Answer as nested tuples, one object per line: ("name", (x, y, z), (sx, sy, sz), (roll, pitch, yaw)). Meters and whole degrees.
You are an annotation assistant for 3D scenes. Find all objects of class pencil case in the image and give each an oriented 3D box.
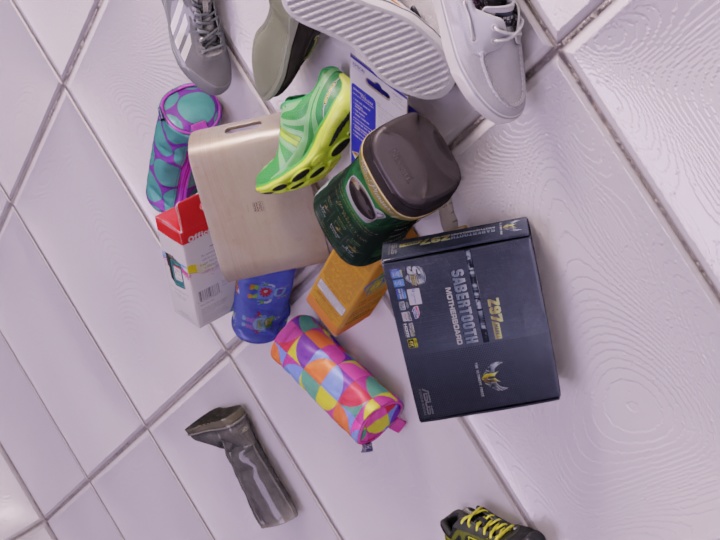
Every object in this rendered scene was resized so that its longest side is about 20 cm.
("pencil case", (-0.243, -0.159, 1.831), (0.200, 0.084, 0.093), (112, 149, -54))
("pencil case", (-0.126, 0.014, 1.810), (0.201, 0.086, 0.078), (104, 164, -49))
("pencil case", (-0.031, 0.146, 1.776), (0.200, 0.088, 0.089), (43, 146, 27))

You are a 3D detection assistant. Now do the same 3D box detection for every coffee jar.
("coffee jar", (0.027, -0.084, 1.414), (0.105, 0.085, 0.200), (59, 153, 5))

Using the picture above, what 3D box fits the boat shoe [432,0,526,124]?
("boat shoe", (0.119, -0.237, 1.256), (0.068, 0.072, 0.201), (-7, 100, 57))

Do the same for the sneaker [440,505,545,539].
("sneaker", (0.154, 0.333, 1.661), (0.085, 0.074, 0.200), (61, 150, 0))

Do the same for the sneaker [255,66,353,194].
("sneaker", (-0.061, -0.160, 1.566), (0.200, 0.074, 0.084), (-45, 65, 39))

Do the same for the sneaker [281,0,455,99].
("sneaker", (0.019, -0.255, 1.381), (0.199, 0.080, 0.079), (34, 122, -2))

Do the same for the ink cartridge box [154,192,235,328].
("ink cartridge box", (-0.210, -0.037, 1.853), (0.067, 0.116, 0.201), (29, 137, 42))

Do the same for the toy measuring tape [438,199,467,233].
("toy measuring tape", (0.086, -0.032, 1.474), (0.073, 0.073, 0.201), (-10, 98, 58))

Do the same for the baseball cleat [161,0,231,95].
("baseball cleat", (-0.201, -0.315, 1.654), (0.106, 0.070, 0.201), (-7, 110, 58))

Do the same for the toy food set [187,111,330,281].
("toy food set", (-0.120, -0.089, 1.676), (0.142, 0.060, 0.201), (-10, 110, 12))

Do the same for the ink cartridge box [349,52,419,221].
("ink cartridge box", (0.028, -0.143, 1.476), (0.095, 0.037, 0.201), (41, 151, 30))

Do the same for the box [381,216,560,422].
("box", (0.118, 0.054, 1.416), (0.051, 0.157, 0.201), (-85, -16, -64))

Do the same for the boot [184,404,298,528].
("boot", (-0.192, 0.321, 2.187), (0.201, 0.072, 0.182), (59, 152, -10))

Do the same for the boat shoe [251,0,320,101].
("boat shoe", (-0.076, -0.266, 1.516), (0.072, 0.060, 0.202), (61, 152, 23))

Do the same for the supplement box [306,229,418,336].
("supplement box", (0.000, 0.000, 1.622), (0.069, 0.066, 0.200), (51, 149, 15))
